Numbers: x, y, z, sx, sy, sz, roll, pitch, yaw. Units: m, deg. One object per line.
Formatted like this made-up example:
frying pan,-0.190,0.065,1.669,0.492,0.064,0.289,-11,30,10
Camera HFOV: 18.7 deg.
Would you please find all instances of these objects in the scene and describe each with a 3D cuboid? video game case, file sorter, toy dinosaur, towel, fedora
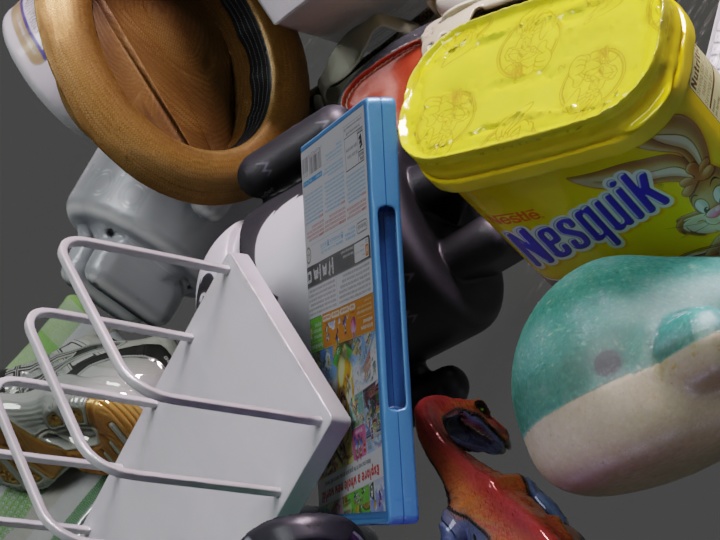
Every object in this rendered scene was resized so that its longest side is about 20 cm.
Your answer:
video game case,-0.002,0.026,1.092,0.143,0.018,0.202,156,112,-74
file sorter,-0.124,0.103,1.120,0.201,0.124,0.139,-61,40,24
toy dinosaur,0.083,0.120,1.028,0.183,0.104,0.200,64,148,22
towel,-0.190,0.110,1.404,0.149,0.031,0.200,-47,35,-2
fedora,-0.123,-0.122,1.301,0.082,0.200,0.202,-32,37,48

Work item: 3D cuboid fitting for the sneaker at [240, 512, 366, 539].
sneaker,-0.029,0.198,1.070,0.074,0.201,0.088,-4,53,-11

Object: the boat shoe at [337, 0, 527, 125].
boat shoe,0.073,-0.125,1.275,0.198,0.063,0.072,-20,78,14

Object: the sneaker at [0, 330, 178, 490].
sneaker,-0.181,0.081,1.352,0.199,0.076,0.088,-4,37,41

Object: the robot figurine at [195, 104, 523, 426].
robot figurine,0.000,0.001,1.225,0.199,0.125,0.151,-28,42,24

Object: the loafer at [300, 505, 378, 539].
loafer,-0.081,0.166,1.213,0.199,0.072,0.063,-7,59,38

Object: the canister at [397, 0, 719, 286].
canister,0.135,-0.041,1.068,0.148,0.200,0.087,-13,49,37

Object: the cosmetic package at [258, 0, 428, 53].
cosmetic package,-0.017,-0.205,1.346,0.090,0.200,0.107,-36,79,17

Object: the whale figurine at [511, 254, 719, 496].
whale figurine,0.163,0.029,1.014,0.199,0.159,0.105,-25,73,9

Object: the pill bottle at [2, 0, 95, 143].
pill bottle,-0.142,-0.193,1.536,0.199,0.120,0.120,-37,39,14

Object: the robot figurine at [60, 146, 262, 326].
robot figurine,-0.111,-0.063,1.398,0.169,0.113,0.201,2,59,57

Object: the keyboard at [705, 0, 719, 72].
keyboard,0.215,-0.114,1.207,0.056,0.011,0.201,-8,53,40

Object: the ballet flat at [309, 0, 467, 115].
ballet flat,0.037,-0.138,1.349,0.199,0.075,0.068,-36,38,15
